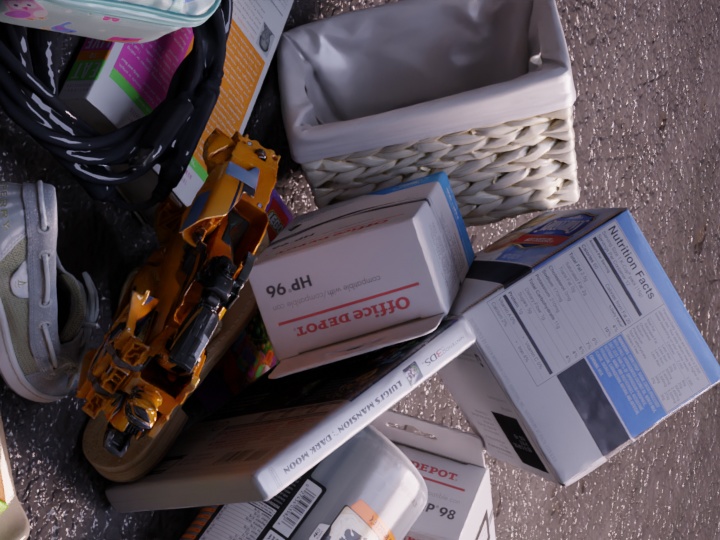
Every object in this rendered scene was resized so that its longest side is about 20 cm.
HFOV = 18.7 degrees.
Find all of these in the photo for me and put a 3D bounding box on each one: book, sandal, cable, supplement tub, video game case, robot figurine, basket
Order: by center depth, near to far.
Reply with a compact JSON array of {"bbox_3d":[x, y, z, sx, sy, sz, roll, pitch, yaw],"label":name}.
[{"bbox_3d":[-0.109,0.014,1.278,0.058,0.145,0.200,31,42,-10],"label":"robot figurine"},{"bbox_3d":[-0.149,-0.146,1.310,0.163,0.051,0.201,37,60,-27],"label":"cable"},{"bbox_3d":[-0.046,0.092,1.365,0.182,0.200,0.023,-36,101,-31],"label":"video game case"},{"bbox_3d":[-0.122,0.027,1.385,0.212,0.077,0.070,-65,151,-24],"label":"sandal"},{"bbox_3d":[-0.115,-0.146,1.411,0.134,0.048,0.201,55,46,-43],"label":"book"},{"bbox_3d":[-0.055,0.192,1.449,0.200,0.122,0.123,-53,140,-18],"label":"supplement tub"},{"bbox_3d":[0.052,-0.107,1.533,0.136,0.199,0.124,-98,173,-50],"label":"basket"}]

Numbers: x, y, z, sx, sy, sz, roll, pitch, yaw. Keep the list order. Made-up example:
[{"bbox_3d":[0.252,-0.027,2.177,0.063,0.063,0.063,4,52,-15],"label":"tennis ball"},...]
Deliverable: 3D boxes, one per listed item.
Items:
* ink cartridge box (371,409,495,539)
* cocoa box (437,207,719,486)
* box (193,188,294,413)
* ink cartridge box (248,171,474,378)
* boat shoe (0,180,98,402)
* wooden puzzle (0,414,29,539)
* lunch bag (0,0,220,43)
[{"bbox_3d":[0.033,0.181,1.592,0.200,0.115,0.067,79,31,-56],"label":"ink cartridge box"},{"bbox_3d":[0.129,0.045,1.447,0.131,0.200,0.134,-32,96,-8],"label":"cocoa box"},{"bbox_3d":[-0.061,0.052,1.534,0.200,0.039,0.137,57,46,-47],"label":"box"},{"bbox_3d":[0.000,0.000,1.399,0.200,0.116,0.068,-56,128,-74],"label":"ink cartridge box"},{"bbox_3d":[-0.182,0.013,1.244,0.202,0.064,0.075,76,6,-57],"label":"boat shoe"},{"bbox_3d":[-0.253,0.102,1.200,0.185,0.037,0.201,-42,129,-51],"label":"wooden puzzle"},{"bbox_3d":[-0.148,-0.235,1.246,0.160,0.077,0.201,7,79,-38],"label":"lunch bag"}]
